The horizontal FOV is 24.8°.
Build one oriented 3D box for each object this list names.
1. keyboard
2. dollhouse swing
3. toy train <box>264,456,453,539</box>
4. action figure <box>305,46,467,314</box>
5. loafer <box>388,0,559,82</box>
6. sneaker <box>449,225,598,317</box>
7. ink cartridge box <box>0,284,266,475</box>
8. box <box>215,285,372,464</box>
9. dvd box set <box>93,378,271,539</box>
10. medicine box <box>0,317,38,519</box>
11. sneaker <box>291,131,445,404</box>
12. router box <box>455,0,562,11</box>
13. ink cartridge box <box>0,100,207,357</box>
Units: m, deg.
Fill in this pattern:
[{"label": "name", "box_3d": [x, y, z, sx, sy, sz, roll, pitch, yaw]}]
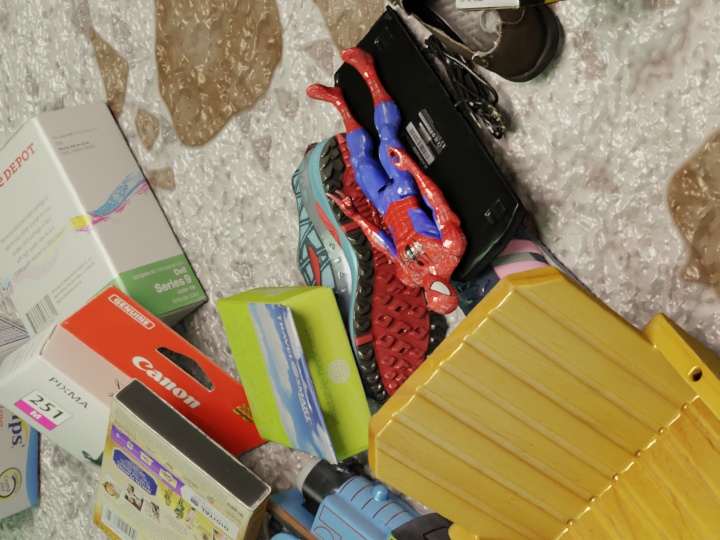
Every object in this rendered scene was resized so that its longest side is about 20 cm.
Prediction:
[{"label": "keyboard", "box_3d": [0.060, -0.095, 1.126, 0.104, 0.040, 0.200, -47, 58, 30]}, {"label": "dollhouse swing", "box_3d": [0.136, 0.130, 0.978, 0.200, 0.176, 0.182, -47, 48, 13]}, {"label": "toy train", "box_3d": [0.011, 0.220, 1.249, 0.200, 0.087, 0.114, 36, 116, 32]}, {"label": "action figure", "box_3d": [0.020, -0.056, 1.105, 0.065, 0.052, 0.200, -40, 63, 29]}, {"label": "loafer", "box_3d": [0.046, -0.202, 1.077, 0.200, 0.071, 0.073, 41, 109, 21]}, {"label": "sneaker", "box_3d": [0.095, 0.020, 1.103, 0.200, 0.082, 0.070, 40, 128, 27]}, {"label": "ink cartridge box", "box_3d": [-0.182, 0.115, 1.346, 0.200, 0.044, 0.173, 39, 138, -19]}, {"label": "box", "box_3d": [-0.047, 0.073, 1.216, 0.200, 0.048, 0.122, -1, 108, 71]}, {"label": "dvd box set", "box_3d": [-0.148, 0.192, 1.324, 0.146, 0.029, 0.200, 37, 143, 16]}, {"label": "medicine box", "box_3d": [-0.411, 0.129, 1.591, 0.200, 0.103, 0.183, 21, 117, 37]}, {"label": "sneaker", "box_3d": [0.000, 0.000, 1.206, 0.095, 0.079, 0.201, -9, 93, 61]}, {"label": "router box", "box_3d": [0.110, -0.260, 0.953, 0.051, 0.149, 0.201, 6, 108, 42]}, {"label": "ink cartridge box", "box_3d": [-0.239, -0.022, 1.395, 0.145, 0.087, 0.200, -36, 81, 43]}]
